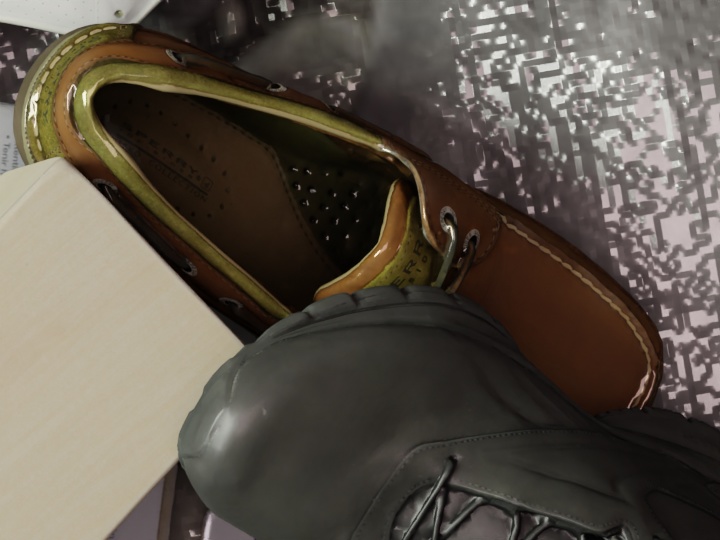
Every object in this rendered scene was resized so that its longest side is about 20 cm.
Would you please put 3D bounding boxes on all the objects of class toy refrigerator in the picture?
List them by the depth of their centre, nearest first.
[{"bbox_3d":[-0.124,0.070,0.697,0.076,0.070,0.200,46,73,-14],"label":"toy refrigerator"}]

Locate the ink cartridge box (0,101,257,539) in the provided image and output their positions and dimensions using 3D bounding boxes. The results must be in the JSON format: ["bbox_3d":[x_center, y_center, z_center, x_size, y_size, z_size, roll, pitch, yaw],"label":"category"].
[{"bbox_3d":[-0.118,0.051,0.765,0.199,0.041,0.201,7,91,-29],"label":"ink cartridge box"}]

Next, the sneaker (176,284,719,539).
[{"bbox_3d":[0.046,0.066,0.712,0.199,0.091,0.076,17,113,-32],"label":"sneaker"}]

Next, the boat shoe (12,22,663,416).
[{"bbox_3d":[0.000,0.000,0.744,0.199,0.068,0.072,24,87,-17],"label":"boat shoe"}]

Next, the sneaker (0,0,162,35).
[{"bbox_3d":[-0.058,-0.109,0.770,0.199,0.070,0.081,-16,96,9],"label":"sneaker"}]
